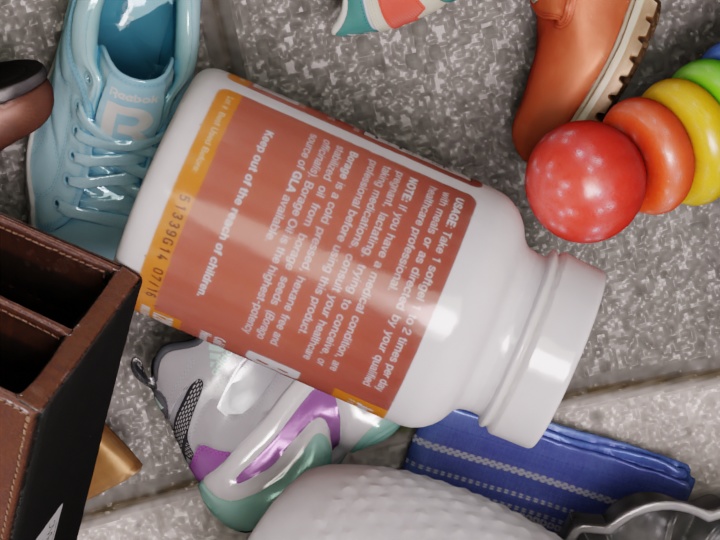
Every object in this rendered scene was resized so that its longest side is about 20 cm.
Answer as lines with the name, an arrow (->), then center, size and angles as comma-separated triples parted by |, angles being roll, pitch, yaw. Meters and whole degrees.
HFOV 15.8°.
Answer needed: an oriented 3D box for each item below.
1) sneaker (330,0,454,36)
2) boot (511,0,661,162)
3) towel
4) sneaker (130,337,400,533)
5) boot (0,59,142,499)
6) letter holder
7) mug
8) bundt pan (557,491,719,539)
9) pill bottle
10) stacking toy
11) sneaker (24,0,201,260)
sneaker -> -0.018, -0.199, 1.174 | 0.093, 0.070, 0.201 | -25, 94, 22
boot -> 0.095, -0.144, 1.208 | 0.107, 0.075, 0.201 | 20, 99, 2
towel -> 0.070, 0.169, 1.286 | 0.144, 0.024, 0.201 | 18, 99, -10
sneaker -> -0.015, 0.014, 1.218 | 0.199, 0.078, 0.140 | -34, 89, -17
boot -> -0.168, 0.023, 1.187 | 0.188, 0.069, 0.200 | -34, 104, 13
letter holder -> -0.194, 0.073, 1.123 | 0.141, 0.101, 0.201 | 24, 130, 7
mug -> 0.017, 0.190, 1.131 | 0.175, 0.148, 0.201 | 31, 88, 18
bundt pan -> 0.145, 0.195, 1.251 | 0.200, 0.076, 0.203 | -1, 103, -3
pill bottle -> 0.000, 0.000, 1.133 | 0.199, 0.112, 0.113 | 24, 98, 0
stacking toy -> 0.159, -0.066, 1.179 | 0.199, 0.085, 0.086 | -21, 105, -31
sneaker -> -0.114, -0.073, 1.181 | 0.073, 0.082, 0.201 | 5, 102, -7
